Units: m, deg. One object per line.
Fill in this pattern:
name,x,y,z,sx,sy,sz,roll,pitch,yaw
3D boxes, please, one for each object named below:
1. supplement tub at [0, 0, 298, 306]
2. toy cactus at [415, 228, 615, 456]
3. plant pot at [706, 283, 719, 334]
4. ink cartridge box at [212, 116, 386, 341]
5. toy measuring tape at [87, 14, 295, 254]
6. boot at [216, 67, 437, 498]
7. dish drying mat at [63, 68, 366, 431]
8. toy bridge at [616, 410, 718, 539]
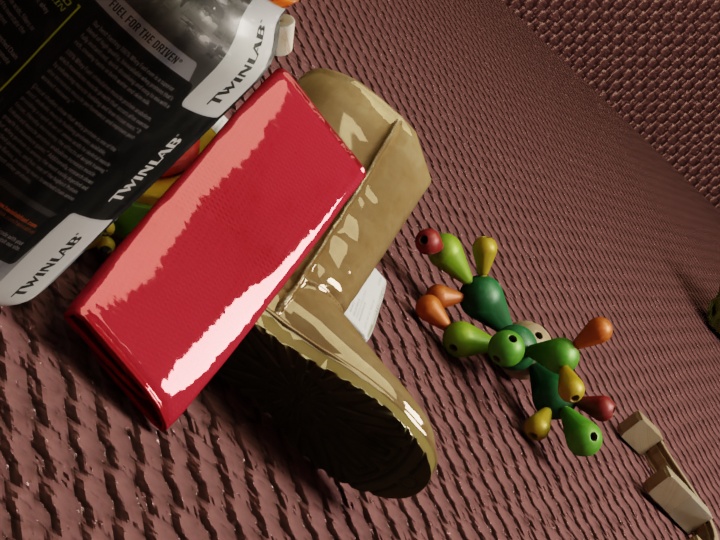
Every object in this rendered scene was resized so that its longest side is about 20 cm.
supplement tub,-0.121,-0.090,0.715,0.122,0.200,0.123,43,16,-16
toy cactus,0.122,0.049,1.266,0.200,0.102,0.165,43,4,13
plant pot,0.584,0.071,2.298,0.190,0.200,0.200,34,18,-9
ink cartridge box,-0.074,-0.032,0.984,0.200,0.050,0.109,45,17,-7
toy measuring tape,-0.079,-0.067,0.881,0.074,0.074,0.200,47,54,-1
boot,0.000,0.000,0.914,0.175,0.066,0.200,42,43,-12
dish drying mat,-0.066,-0.016,0.820,0.077,0.018,0.200,50,47,-16
toy bridge,0.263,0.191,1.390,0.067,0.027,0.200,44,16,-24
